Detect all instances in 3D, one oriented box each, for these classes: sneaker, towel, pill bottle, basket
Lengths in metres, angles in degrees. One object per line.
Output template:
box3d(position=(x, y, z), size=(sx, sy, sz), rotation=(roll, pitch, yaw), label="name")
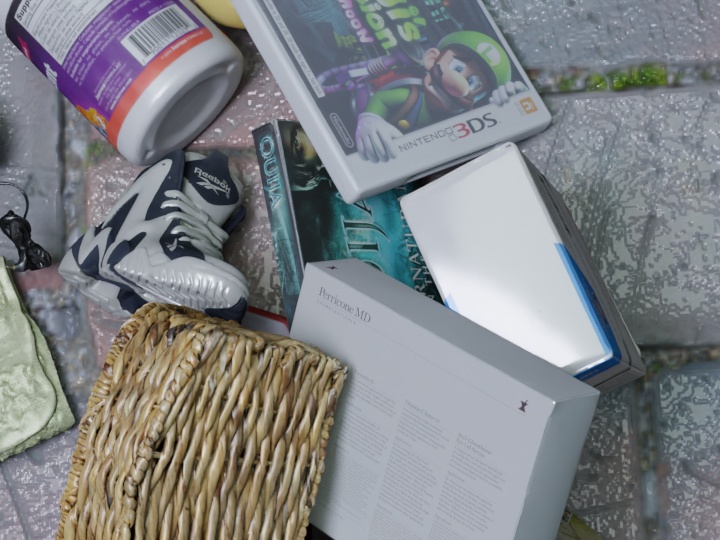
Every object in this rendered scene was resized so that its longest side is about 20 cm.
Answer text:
box3d(position=(-0.115, -0.030, 1.286), size=(0.079, 0.199, 0.130), rotation=(40, 71, -24), label="sneaker")
box3d(position=(-0.314, 0.089, 1.346), size=(0.199, 0.036, 0.149), rotation=(-28, 77, 1), label="towel")
box3d(position=(-0.186, -0.179, 1.339), size=(0.111, 0.111, 0.200), rotation=(-44, 78, -2), label="pill bottle")
box3d(position=(-0.122, 0.122, 1.119), size=(0.149, 0.142, 0.201), rotation=(15, 91, 48), label="basket")

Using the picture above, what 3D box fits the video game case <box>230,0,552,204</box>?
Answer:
box3d(position=(0.016, -0.158, 1.305), size=(0.181, 0.023, 0.201), rotation=(-22, 75, -34), label="video game case")

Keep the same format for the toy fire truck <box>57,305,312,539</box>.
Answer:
box3d(position=(-0.114, 0.117, 1.285), size=(0.167, 0.112, 0.201), rotation=(16, 87, 30), label="toy fire truck")

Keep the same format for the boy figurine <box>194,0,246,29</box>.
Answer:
box3d(position=(-0.076, -0.217, 1.343), size=(0.124, 0.064, 0.201), rotation=(-14, 70, -30), label="boy figurine")

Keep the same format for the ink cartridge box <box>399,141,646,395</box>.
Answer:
box3d(position=(0.109, 0.014, 1.221), size=(0.084, 0.200, 0.147), rotation=(-27, 78, 9), label="ink cartridge box")

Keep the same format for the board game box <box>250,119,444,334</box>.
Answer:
box3d(position=(0.000, 0.000, 1.280), size=(0.028, 0.135, 0.201), rotation=(-21, 75, 42), label="board game box")

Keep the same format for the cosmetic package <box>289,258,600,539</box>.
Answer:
box3d(position=(0.033, 0.100, 1.124), size=(0.199, 0.052, 0.152), rotation=(29, 115, 37), label="cosmetic package")

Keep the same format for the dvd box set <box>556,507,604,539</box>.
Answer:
box3d(position=(0.120, 0.192, 1.221), size=(0.200, 0.146, 0.029), rotation=(40, 111, 11), label="dvd box set")

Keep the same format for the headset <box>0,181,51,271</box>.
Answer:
box3d(position=(-0.301, -0.066, 1.354), size=(0.199, 0.094, 0.124), rotation=(30, 71, 32), label="headset")
